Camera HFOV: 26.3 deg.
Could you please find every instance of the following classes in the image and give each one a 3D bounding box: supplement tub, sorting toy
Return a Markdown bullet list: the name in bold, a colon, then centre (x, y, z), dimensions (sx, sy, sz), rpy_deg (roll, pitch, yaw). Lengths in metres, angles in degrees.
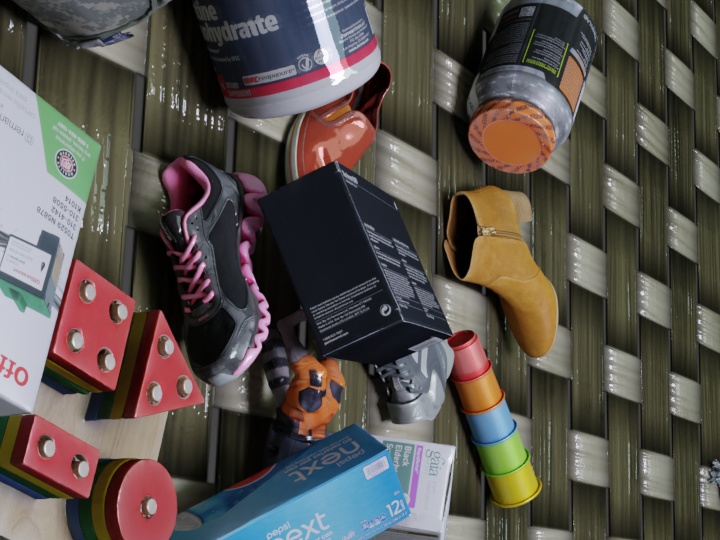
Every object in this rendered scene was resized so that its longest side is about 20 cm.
- **supplement tub**: centre (-0.073, -0.240, 1.275), dimensions (0.140, 0.140, 0.201), rpy_deg (-46, 124, -52)
- **supplement tub**: centre (0.192, -0.212, 1.742), dimensions (0.123, 0.122, 0.200), rpy_deg (59, 39, -36)
- **sorting toy**: centre (-0.189, 0.104, 1.088), dimensions (0.199, 0.069, 0.201), rpy_deg (43, 50, -49)

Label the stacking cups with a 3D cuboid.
- **stacking cups**: centre (0.138, 0.156, 1.661), dimensions (0.061, 0.060, 0.201), rpy_deg (-47, 121, -52)

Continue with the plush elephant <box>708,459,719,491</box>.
- **plush elephant**: centre (0.647, 0.328, 2.397), dimensions (0.200, 0.154, 0.166), rpy_deg (27, 62, -56)

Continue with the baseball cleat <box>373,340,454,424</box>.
- **baseball cleat**: centre (0.039, 0.089, 1.482), dimensions (0.200, 0.069, 0.107), rpy_deg (34, 57, -52)

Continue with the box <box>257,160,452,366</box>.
- **box**: centre (0.000, 0.000, 1.294), dimensions (0.200, 0.079, 0.142), rpy_deg (23, 45, -74)

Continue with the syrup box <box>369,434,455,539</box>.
- **syrup box**: centre (0.038, 0.218, 1.368), dimensions (0.200, 0.081, 0.079), rpy_deg (85, 13, -64)

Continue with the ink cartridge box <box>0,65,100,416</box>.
- **ink cartridge box**: centre (-0.258, -0.021, 0.976), dimensions (0.146, 0.084, 0.201), rpy_deg (40, 51, -50)

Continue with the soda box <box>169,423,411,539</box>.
- **soda box**: centre (-0.067, 0.196, 1.177), dimensions (0.199, 0.068, 0.064), rpy_deg (-25, 112, -16)

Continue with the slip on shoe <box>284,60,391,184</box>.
- **slip on shoe**: centre (-0.020, -0.126, 1.426), dimensions (0.074, 0.061, 0.201), rpy_deg (57, 41, -41)

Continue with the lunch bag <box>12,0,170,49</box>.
- **lunch bag**: centre (-0.200, -0.255, 1.047), dimensions (0.200, 0.167, 0.140), rpy_deg (34, 26, -52)

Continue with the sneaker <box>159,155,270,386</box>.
- **sneaker**: centre (-0.125, -0.005, 1.209), dimensions (0.095, 0.079, 0.201), rpy_deg (34, 41, -44)

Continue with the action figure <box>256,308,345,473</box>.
- **action figure**: centre (-0.047, 0.140, 1.338), dimensions (0.200, 0.104, 0.195), rpy_deg (66, 30, -81)

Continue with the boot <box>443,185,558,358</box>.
- **boot**: centre (0.149, 0.007, 1.699), dimensions (0.144, 0.071, 0.202), rpy_deg (-11, 92, -54)
